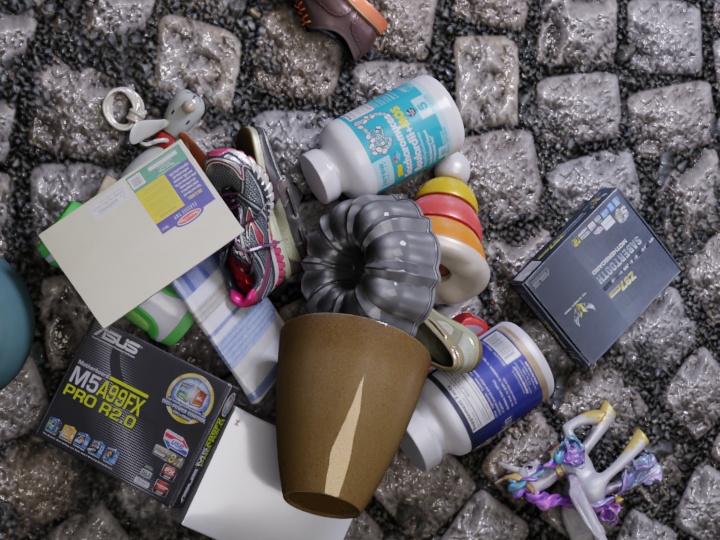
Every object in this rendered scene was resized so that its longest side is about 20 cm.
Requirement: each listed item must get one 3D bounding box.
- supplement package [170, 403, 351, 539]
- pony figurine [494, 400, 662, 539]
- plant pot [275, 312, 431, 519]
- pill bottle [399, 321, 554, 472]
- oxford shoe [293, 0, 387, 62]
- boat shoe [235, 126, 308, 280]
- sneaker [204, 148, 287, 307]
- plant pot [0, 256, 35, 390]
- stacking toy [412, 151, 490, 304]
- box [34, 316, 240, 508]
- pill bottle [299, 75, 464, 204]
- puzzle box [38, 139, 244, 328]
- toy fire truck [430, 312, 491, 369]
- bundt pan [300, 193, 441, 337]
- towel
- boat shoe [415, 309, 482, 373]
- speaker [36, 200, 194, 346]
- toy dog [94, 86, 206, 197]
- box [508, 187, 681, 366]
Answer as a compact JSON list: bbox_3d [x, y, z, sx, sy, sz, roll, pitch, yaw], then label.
[{"bbox_3d":[-0.113,0.273,1.563,0.199,0.111,0.156,27,84,-16],"label":"supplement package"},{"bbox_3d":[0.307,0.293,1.692,0.200,0.167,0.193,-33,69,-11],"label":"pony figurine"},{"bbox_3d":[-0.025,0.181,1.463,0.186,0.186,0.201,21,63,-17],"label":"plant pot"},{"bbox_3d":[0.136,0.162,1.584,0.200,0.116,0.116,-32,101,-13],"label":"pill bottle"},{"bbox_3d":[-0.059,-0.345,1.583,0.200,0.071,0.073,36,86,-16],"label":"oxford shoe"},{"bbox_3d":[-0.106,-0.088,1.578,0.066,0.072,0.202,-18,104,-25],"label":"boat shoe"},{"bbox_3d":[-0.143,-0.052,1.505,0.075,0.080,0.201,-51,131,-55],"label":"sneaker"},{"bbox_3d":[-0.471,0.066,1.431,0.199,0.135,0.201,-1,92,-18],"label":"plant pot"},{"bbox_3d":[0.106,-0.070,1.623,0.146,0.146,0.201,24,56,-17],"label":"stacking toy"},{"bbox_3d":[-0.267,0.169,1.498,0.199,0.044,0.161,25,84,14],"label":"box"},{"bbox_3d":[0.025,-0.160,1.593,0.200,0.111,0.111,-30,100,-14],"label":"pill bottle"},{"bbox_3d":[-0.251,-0.042,1.446,0.200,0.025,0.133,-35,91,-6],"label":"puzzle box"},{"bbox_3d":[0.075,0.117,1.649,0.141,0.049,0.200,44,80,-14],"label":"toy fire truck"},{"bbox_3d":[0.000,0.000,1.520,0.076,0.201,0.203,11,88,-43],"label":"bundt pan"},{"bbox_3d":[-0.157,0.055,1.541,0.024,0.147,0.200,-27,104,28],"label":"towel"},{"bbox_3d":[0.056,0.071,1.551,0.063,0.200,0.073,-5,121,-55],"label":"boat shoe"},{"bbox_3d":[-0.288,0.005,1.510,0.200,0.088,0.089,38,81,-15],"label":"speaker"},{"bbox_3d":[-0.252,-0.128,1.514,0.131,0.096,0.201,8,90,-18],"label":"toy dog"},{"bbox_3d":[0.326,0.008,1.724,0.200,0.051,0.158,-43,104,-12],"label":"box"}]
